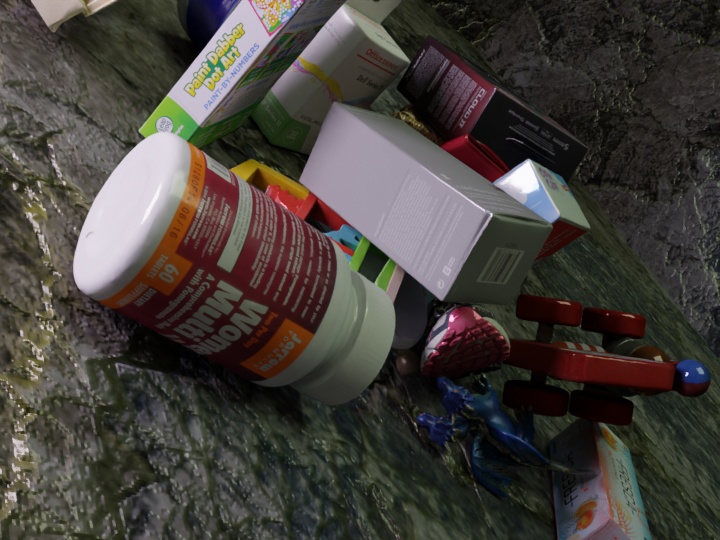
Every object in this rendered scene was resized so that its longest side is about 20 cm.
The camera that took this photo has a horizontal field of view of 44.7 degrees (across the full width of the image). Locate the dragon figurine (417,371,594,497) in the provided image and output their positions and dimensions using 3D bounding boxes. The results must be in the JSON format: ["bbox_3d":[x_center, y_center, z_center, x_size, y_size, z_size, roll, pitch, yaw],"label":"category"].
[{"bbox_3d":[0.127,0.157,0.777,0.199,0.059,0.100,42,21,-13],"label":"dragon figurine"}]

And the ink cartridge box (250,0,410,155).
[{"bbox_3d":[-0.024,-0.225,0.975,0.068,0.200,0.117,52,21,19],"label":"ink cartridge box"}]

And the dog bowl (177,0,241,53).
[{"bbox_3d":[-0.096,-0.295,0.959,0.079,0.200,0.199,54,21,17],"label":"dog bowl"}]

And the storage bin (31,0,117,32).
[{"bbox_3d":[-0.267,-0.334,0.745,0.200,0.092,0.202,-98,162,-59],"label":"storage bin"}]

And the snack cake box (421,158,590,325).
[{"bbox_3d":[0.121,-0.021,0.884,0.114,0.199,0.068,9,50,-60],"label":"snack cake box"}]

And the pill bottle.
[{"bbox_3d":[-0.075,0.008,0.570,0.199,0.109,0.110,33,24,-33],"label":"pill bottle"}]

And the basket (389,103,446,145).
[{"bbox_3d":[0.090,-0.081,1.012,0.198,0.144,0.149,34,17,-1],"label":"basket"}]

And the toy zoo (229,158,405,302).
[{"bbox_3d":[-0.056,-0.030,0.728,0.197,0.021,0.132,30,31,-1],"label":"toy zoo"}]

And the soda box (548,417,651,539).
[{"bbox_3d":[0.234,0.224,0.865,0.068,0.064,0.200,44,21,-7],"label":"soda box"}]

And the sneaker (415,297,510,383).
[{"bbox_3d":[0.086,0.055,0.788,0.200,0.079,0.076,65,12,-78],"label":"sneaker"}]

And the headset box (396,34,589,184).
[{"bbox_3d":[0.145,-0.164,0.961,0.147,0.078,0.201,23,19,-31],"label":"headset box"}]

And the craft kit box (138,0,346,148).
[{"bbox_3d":[-0.092,-0.199,0.793,0.048,0.198,0.200,40,20,-4],"label":"craft kit box"}]

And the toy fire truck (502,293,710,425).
[{"bbox_3d":[0.237,0.093,0.836,0.196,0.115,0.167,10,0,-22],"label":"toy fire truck"}]

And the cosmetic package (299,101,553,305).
[{"bbox_3d":[0.051,-0.058,0.746,0.106,0.091,0.200,3,33,-49],"label":"cosmetic package"}]

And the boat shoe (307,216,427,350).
[{"bbox_3d":[0.000,0.000,0.807,0.067,0.057,0.202,-1,47,-32],"label":"boat shoe"}]

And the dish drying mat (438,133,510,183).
[{"bbox_3d":[0.054,-0.082,0.890,0.076,0.198,0.019,33,51,-33],"label":"dish drying mat"}]

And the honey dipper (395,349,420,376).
[{"bbox_3d":[0.015,0.016,0.846,0.038,0.038,0.202,24,32,-46],"label":"honey dipper"}]
